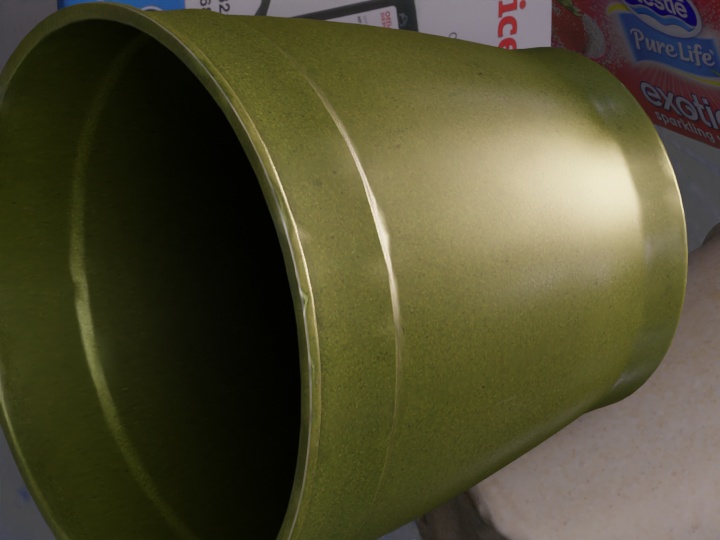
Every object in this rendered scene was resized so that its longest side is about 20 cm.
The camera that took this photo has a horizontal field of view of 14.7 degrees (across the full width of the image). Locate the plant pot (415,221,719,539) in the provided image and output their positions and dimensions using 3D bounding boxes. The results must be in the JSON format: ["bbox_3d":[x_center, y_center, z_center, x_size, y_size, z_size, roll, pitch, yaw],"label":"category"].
[{"bbox_3d":[0.124,0.085,1.078,0.182,0.200,0.202,-22,93,-13],"label":"plant pot"}]

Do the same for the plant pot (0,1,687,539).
[{"bbox_3d":[0.000,0.000,0.944,0.192,0.200,0.202,-12,88,-36],"label":"plant pot"}]

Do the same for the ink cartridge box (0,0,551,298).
[{"bbox_3d":[-0.031,-0.078,1.043,0.199,0.084,0.147,-14,121,-23],"label":"ink cartridge box"}]

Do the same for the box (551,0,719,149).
[{"bbox_3d":[0.153,-0.111,1.080,0.095,0.200,0.100,-39,128,-19],"label":"box"}]
